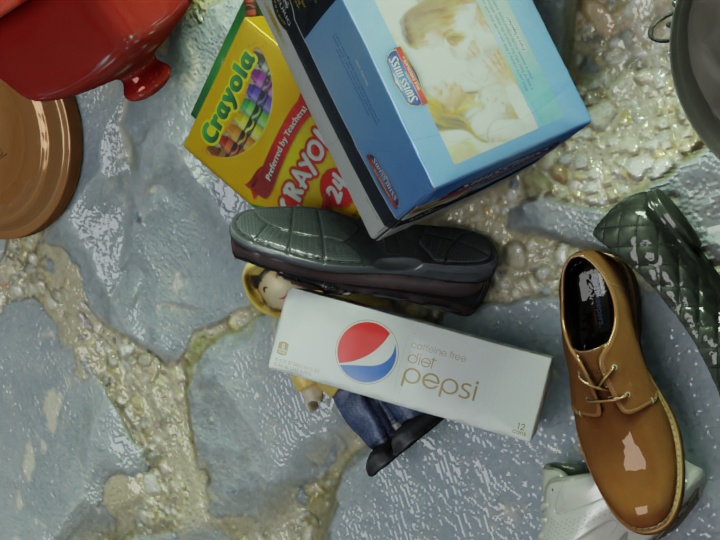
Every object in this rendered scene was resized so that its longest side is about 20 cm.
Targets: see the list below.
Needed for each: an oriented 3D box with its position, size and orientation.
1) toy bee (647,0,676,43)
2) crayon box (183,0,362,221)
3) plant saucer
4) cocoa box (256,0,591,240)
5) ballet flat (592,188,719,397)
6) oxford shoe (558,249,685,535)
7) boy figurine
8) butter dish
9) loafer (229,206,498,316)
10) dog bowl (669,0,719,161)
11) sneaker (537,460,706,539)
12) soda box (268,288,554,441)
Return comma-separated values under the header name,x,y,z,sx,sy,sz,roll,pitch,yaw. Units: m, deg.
name,x,y,z,sx,sy,sz,roll,pitch,yaw
toy bee,0.260,-0.216,0.834,0.109,0.200,0.131,66,170,-27
crayon box,-0.056,-0.110,1.126,0.200,0.051,0.127,40,120,19
plant saucer,-0.338,-0.126,1.314,0.200,0.032,0.201,9,107,30
cocoa box,0.038,-0.147,0.980,0.201,0.133,0.131,64,158,4
ballet flat,0.229,0.037,0.971,0.057,0.066,0.200,-36,74,26
oxford shoe,0.168,0.082,0.983,0.071,0.071,0.201,-19,75,22
boy figurine,-0.016,0.057,1.135,0.124,0.064,0.200,-40,83,34
butter dish,-0.206,-0.202,1.143,0.200,0.200,0.148,-20,114,34
loafer,0.000,0.000,1.065,0.199,0.072,0.063,6,125,-5
dog bowl,0.273,-0.129,0.784,0.199,0.059,0.201,13,128,17
sneaker,0.162,0.191,1.056,0.099,0.078,0.200,44,112,23
soda box,0.038,0.067,1.056,0.199,0.068,0.064,14,90,10
